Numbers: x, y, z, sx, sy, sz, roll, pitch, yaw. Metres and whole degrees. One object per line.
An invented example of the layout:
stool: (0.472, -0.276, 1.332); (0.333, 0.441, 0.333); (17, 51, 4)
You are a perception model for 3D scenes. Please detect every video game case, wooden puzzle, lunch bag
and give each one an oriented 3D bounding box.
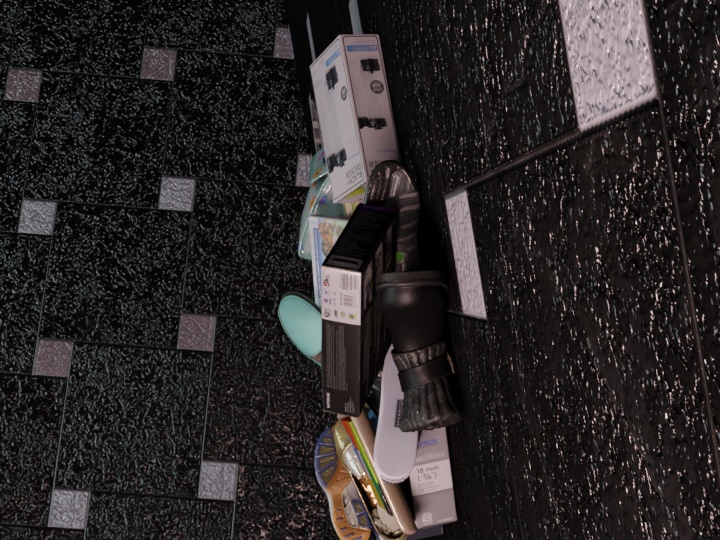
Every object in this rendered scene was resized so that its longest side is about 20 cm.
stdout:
video game case: (0.000, 0.000, 1.444); (0.199, 0.018, 0.145); (10, 109, 47)
wooden puzzle: (0.018, 0.259, 1.378); (0.200, 0.037, 0.187); (108, 138, -84)
lunch bag: (-0.028, -0.124, 1.615); (0.171, 0.120, 0.202); (-94, 19, -70)

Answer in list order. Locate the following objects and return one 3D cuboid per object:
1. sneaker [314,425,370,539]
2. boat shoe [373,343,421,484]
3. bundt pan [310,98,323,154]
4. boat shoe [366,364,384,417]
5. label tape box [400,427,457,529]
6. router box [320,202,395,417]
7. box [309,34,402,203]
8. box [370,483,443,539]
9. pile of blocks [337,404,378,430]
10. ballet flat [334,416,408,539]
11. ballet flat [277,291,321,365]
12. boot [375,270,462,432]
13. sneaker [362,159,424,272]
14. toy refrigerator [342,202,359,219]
sneaker: (-0.032, 0.362, 1.695); (0.088, 0.074, 0.203); (90, 170, -68)
boat shoe: (0.056, 0.168, 1.268); (0.066, 0.069, 0.203); (96, -177, -67)
bundt pan: (-0.040, -0.220, 1.875); (0.202, 0.075, 0.205); (170, 90, -86)
boat shoe: (0.017, 0.143, 1.376); (0.076, 0.060, 0.200); (-55, 33, 10)
label tape box: (0.079, 0.222, 1.389); (0.144, 0.062, 0.203); (-115, 16, -71)
router box: (-0.001, 0.046, 1.195); (0.150, 0.050, 0.202); (-60, -24, -55)
box: (-0.006, -0.203, 1.384); (0.116, 0.059, 0.203); (-23, 75, 63)
box: (0.058, 0.333, 1.633); (0.200, 0.103, 0.150); (180, 81, -86)
pile of blocks: (0.014, 0.201, 1.560); (0.201, 0.062, 0.083); (-52, 18, 33)
ballet flat: (0.020, 0.309, 1.498); (0.071, 0.070, 0.202); (165, 80, -85)
ballet flat: (-0.043, 0.110, 1.504); (0.200, 0.067, 0.070); (45, -168, 5)
boot: (0.068, 0.094, 1.144); (0.211, 0.078, 0.160); (62, -157, -71)
sneaker: (0.035, -0.055, 1.291); (0.116, 0.074, 0.203); (-112, 13, -64)
toy refrigerator: (0.014, -0.091, 1.486); (0.070, 0.075, 0.203); (-133, 34, -81)
